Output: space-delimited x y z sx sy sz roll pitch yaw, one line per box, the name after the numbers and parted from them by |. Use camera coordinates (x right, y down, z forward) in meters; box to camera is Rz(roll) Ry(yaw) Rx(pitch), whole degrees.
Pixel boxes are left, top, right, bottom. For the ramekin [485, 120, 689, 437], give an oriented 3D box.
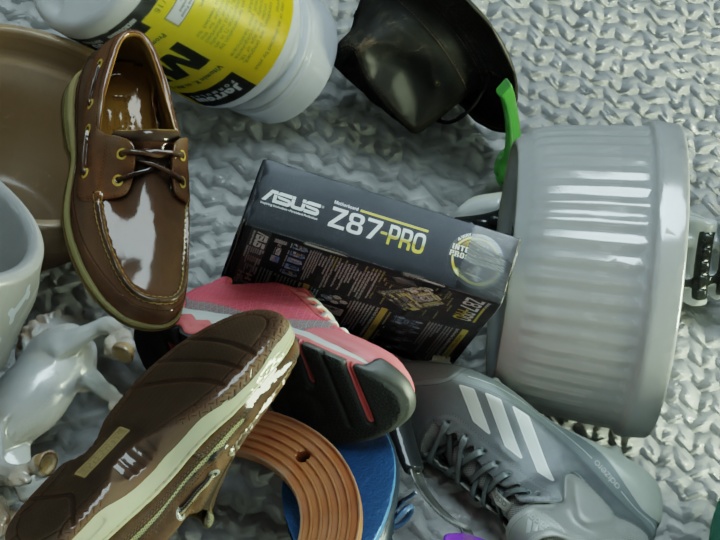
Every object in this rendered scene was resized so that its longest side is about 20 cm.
0.140 0.002 1.710 0.105 0.201 0.200 5 39 -1 | ramekin

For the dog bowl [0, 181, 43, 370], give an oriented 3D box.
-0.266 -0.020 1.503 0.200 0.059 0.200 24 23 -11 | dog bowl

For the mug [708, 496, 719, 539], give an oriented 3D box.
0.288 0.176 1.622 0.152 0.115 0.185 11 40 -11 | mug

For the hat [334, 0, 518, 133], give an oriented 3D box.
0.026 -0.153 1.888 0.081 0.201 0.201 -38 60 -10 | hat

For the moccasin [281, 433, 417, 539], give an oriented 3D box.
-0.004 0.121 1.592 0.080 0.068 0.200 -11 36 7 | moccasin

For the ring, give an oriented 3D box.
-0.095 0.154 1.514 0.200 0.019 0.201 -8 42 8 | ring

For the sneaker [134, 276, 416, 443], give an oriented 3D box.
-0.040 0.038 1.597 0.200 0.074 0.087 13 42 37 | sneaker

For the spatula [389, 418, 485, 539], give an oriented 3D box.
0.041 0.129 1.604 0.056 0.021 0.200 18 40 -52 | spatula

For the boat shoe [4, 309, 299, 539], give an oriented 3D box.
-0.106 0.108 1.499 0.202 0.075 0.075 -42 34 -16 | boat shoe

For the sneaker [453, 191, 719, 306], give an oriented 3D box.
0.155 -0.021 1.847 0.199 0.075 0.081 7 21 -13 | sneaker

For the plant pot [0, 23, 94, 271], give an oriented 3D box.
-0.225 -0.060 1.708 0.200 0.093 0.201 11 39 -9 | plant pot

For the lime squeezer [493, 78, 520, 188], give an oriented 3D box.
0.135 -0.079 1.905 0.200 0.071 0.038 22 12 -48 | lime squeezer

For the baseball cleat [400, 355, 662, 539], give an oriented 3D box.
0.087 0.122 1.639 0.199 0.070 0.107 21 39 4 | baseball cleat

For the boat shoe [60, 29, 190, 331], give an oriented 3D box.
-0.137 -0.057 1.614 0.072 0.068 0.201 6 52 -24 | boat shoe

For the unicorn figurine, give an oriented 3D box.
-0.177 0.072 1.566 0.200 0.074 0.137 -35 28 -33 | unicorn figurine

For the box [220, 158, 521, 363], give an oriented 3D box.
0.000 0.000 1.654 0.161 0.200 0.049 19 75 -2 | box

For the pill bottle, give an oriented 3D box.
-0.113 -0.177 1.820 0.200 0.114 0.114 25 26 -45 | pill bottle
